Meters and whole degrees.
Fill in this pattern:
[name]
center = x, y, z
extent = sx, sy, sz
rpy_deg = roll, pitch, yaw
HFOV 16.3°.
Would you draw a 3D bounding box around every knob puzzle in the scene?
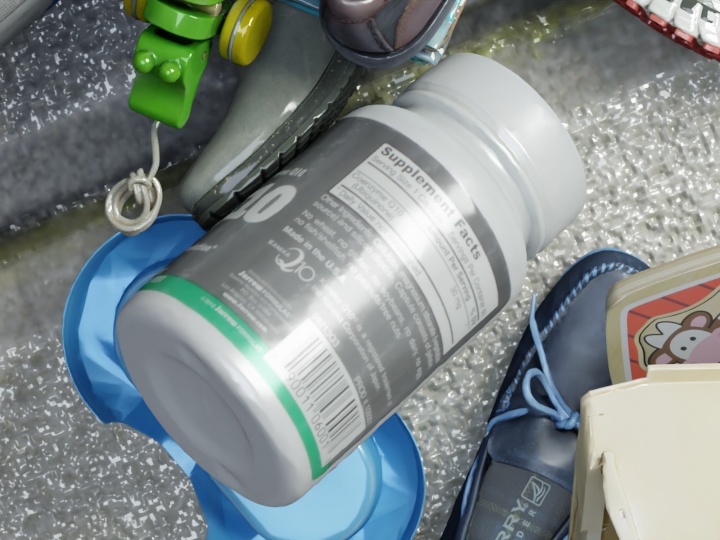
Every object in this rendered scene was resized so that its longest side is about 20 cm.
[knob puzzle]
center = 0.195, 0.048, 1.083
extent = 0.218, 0.031, 0.220
rpy_deg = 3, 141, 2

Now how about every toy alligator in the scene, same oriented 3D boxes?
[toy alligator]
center = -0.076, -0.105, 1.073
extent = 0.059, 0.054, 0.201
rpy_deg = 24, 102, 12

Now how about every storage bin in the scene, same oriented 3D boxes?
[storage bin]
center = 0.191, 0.128, 1.078
extent = 0.197, 0.200, 0.094
rpy_deg = -1, 58, 1

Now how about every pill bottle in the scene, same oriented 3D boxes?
[pill bottle]
center = 0.000, 0.000, 1.099
extent = 0.200, 0.113, 0.113
rpy_deg = -41, 93, -24

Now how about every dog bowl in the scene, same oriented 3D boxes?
[dog bowl]
center = -0.052, 0.062, 1.182
extent = 0.111, 0.050, 0.200
rpy_deg = -40, 92, 9

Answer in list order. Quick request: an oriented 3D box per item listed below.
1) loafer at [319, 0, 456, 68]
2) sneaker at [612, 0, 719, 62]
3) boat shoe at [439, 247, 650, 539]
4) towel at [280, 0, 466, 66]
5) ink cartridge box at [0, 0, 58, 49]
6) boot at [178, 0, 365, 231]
[loafer]
center = 0.039, -0.182, 1.054
extent = 0.072, 0.063, 0.201
rpy_deg = 23, 84, 13
[sneaker]
center = 0.134, -0.155, 1.120
extent = 0.200, 0.078, 0.082
rpy_deg = 35, 98, 0
[boat shoe]
center = 0.093, 0.089, 1.161
extent = 0.084, 0.069, 0.201
rpy_deg = 19, 99, 3
[towel]
center = 0.007, -0.207, 1.106
extent = 0.146, 0.022, 0.201
rpy_deg = 23, 86, 12
[ink cartridge box]
center = -0.184, -0.139, 1.092
extent = 0.144, 0.200, 0.084
rpy_deg = -38, 93, 9
[boot]
center = -0.050, -0.127, 1.144
extent = 0.130, 0.068, 0.200
rpy_deg = 37, 82, 3
